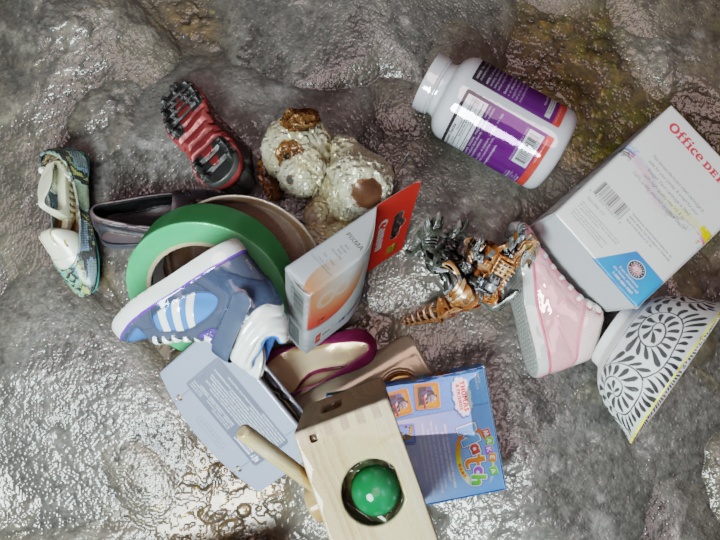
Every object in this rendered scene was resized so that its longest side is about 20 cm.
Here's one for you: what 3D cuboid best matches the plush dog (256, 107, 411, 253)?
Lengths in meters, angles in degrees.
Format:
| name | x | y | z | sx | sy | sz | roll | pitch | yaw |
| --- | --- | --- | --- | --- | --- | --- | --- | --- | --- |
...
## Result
| name | x | y | z | sx | sy | sz | roll | pitch | yaw |
| --- | --- | --- | --- | --- | --- | --- | --- | --- | --- |
| plush dog | -0.048 | -0.131 | 0.819 | 0.171 | 0.200 | 0.161 | 34 | 51 | -6 |

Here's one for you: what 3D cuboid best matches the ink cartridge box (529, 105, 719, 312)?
| name | x | y | z | sx | sy | sz | roll | pitch | yaw |
| --- | --- | --- | --- | --- | --- | --- | --- | --- | --- |
| ink cartridge box | 0.340 | -0.069 | 0.809 | 0.200 | 0.145 | 0.148 | -40 | 86 | -4 |

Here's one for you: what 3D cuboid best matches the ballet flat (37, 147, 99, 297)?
| name | x | y | z | sx | sy | sz | roll | pitch | yaw |
| --- | --- | --- | --- | --- | --- | --- | --- | --- | --- |
| ballet flat | -0.390 | -0.065 | 0.841 | 0.073 | 0.074 | 0.203 | -10 | 81 | -2 |

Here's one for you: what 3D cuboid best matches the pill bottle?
| name | x | y | z | sx | sy | sz | roll | pitch | yaw |
| --- | --- | --- | --- | --- | --- | --- | --- | --- | --- |
| pill bottle | 0.172 | -0.200 | 0.840 | 0.198 | 0.112 | 0.113 | 30 | 84 | 3 |

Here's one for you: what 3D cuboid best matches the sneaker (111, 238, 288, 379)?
| name | x | y | z | sx | sy | sz | roll | pitch | yaw |
| --- | --- | --- | --- | --- | --- | --- | --- | --- | --- |
| sneaker | -0.173 | 0.073 | 0.719 | 0.199 | 0.081 | 0.148 | -32 | 89 | 17 |

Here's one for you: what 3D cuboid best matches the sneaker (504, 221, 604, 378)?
| name | x | y | z | sx | sy | sz | roll | pitch | yaw |
| --- | --- | --- | --- | --- | --- | --- | --- | --- | --- |
| sneaker | 0.252 | 0.030 | 0.835 | 0.103 | 0.075 | 0.203 | -10 | 86 | -4 |

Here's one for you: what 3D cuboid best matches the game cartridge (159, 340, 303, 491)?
| name | x | y | z | sx | sy | sz | roll | pitch | yaw |
| --- | --- | --- | --- | --- | --- | --- | --- | --- | --- |
| game cartridge | -0.153 | 0.173 | 0.802 | 0.133 | 0.040 | 0.201 | -37 | 94 | 20 |

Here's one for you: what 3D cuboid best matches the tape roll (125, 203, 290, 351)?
| name | x | y | z | sx | sy | sz | roll | pitch | yaw |
| --- | --- | --- | --- | --- | --- | --- | --- | --- | --- |
| tape roll | -0.182 | 0.019 | 0.787 | 0.197 | 0.048 | 0.203 | 2 | 122 | 3 |

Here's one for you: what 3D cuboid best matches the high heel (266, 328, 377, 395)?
| name | x | y | z | sx | sy | sz | roll | pitch | yaw |
| --- | --- | --- | --- | --- | --- | --- | --- | --- | --- |
| high heel | -0.075 | 0.120 | 0.809 | 0.198 | 0.096 | 0.068 | -24 | 84 | -3 |

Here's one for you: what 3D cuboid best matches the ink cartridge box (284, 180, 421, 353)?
| name | x | y | z | sx | sy | sz | roll | pitch | yaw |
| --- | --- | --- | --- | --- | --- | --- | --- | --- | --- |
| ink cartridge box | 0.000 | 0.000 | 0.766 | 0.199 | 0.163 | 0.050 | -33 | 69 | -21 |

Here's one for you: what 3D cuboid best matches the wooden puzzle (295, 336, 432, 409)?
| name | x | y | z | sx | sy | sz | roll | pitch | yaw |
| --- | --- | --- | --- | --- | --- | --- | --- | --- | --- |
| wooden puzzle | 0.034 | 0.214 | 0.825 | 0.184 | 0.046 | 0.202 | -29 | 84 | -3 |

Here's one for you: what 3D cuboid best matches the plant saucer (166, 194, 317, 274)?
| name | x | y | z | sx | sy | sz | roll | pitch | yaw |
| --- | --- | --- | --- | --- | --- | --- | --- | --- | --- |
| plant saucer | -0.143 | -0.012 | 0.813 | 0.197 | 0.037 | 0.203 | 2 | 122 | 3 |

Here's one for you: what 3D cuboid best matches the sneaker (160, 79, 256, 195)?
| name | x | y | z | sx | sy | sz | roll | pitch | yaw |
| --- | --- | --- | --- | --- | --- | --- | --- | --- | --- |
| sneaker | -0.200 | -0.171 | 0.857 | 0.071 | 0.098 | 0.201 | -40 | 62 | 8 |

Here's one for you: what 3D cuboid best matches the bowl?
| name | x | y | z | sx | sy | sz | roll | pitch | yaw |
| --- | --- | --- | --- | --- | --- | --- | --- | --- | --- |
| bowl | 0.349 | 0.101 | 0.788 | 0.094 | 0.201 | 0.201 | 36 | 84 | 28 |

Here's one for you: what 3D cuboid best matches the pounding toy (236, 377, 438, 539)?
| name | x | y | z | sx | sy | sz | roll | pitch | yaw |
| --- | --- | --- | --- | --- | --- | --- | --- | --- | --- |
| pounding toy | -0.017 | 0.208 | 0.668 | 0.141 | 0.200 | 0.186 | -20 | 88 | -1 |

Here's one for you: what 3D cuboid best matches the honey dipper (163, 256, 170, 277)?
| name | x | y | z | sx | sy | sz | roll | pitch | yaw |
| --- | --- | --- | --- | --- | --- | --- | --- | --- | --- |
| honey dipper | -0.197 | -0.018 | 0.857 | 0.197 | 0.038 | 0.039 | -10 | 84 | -5 |

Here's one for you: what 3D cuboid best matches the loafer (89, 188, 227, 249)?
| name | x | y | z | sx | sy | sz | roll | pitch | yaw |
| --- | --- | --- | --- | --- | --- | --- | --- | --- | --- |
| loafer | -0.253 | -0.071 | 0.840 | 0.197 | 0.063 | 0.073 | -9 | 61 | 0 |

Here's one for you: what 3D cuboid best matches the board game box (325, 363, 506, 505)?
| name | x | y | z | sx | sy | sz | roll | pitch | yaw |
| --- | --- | --- | --- | --- | --- | --- | --- | --- | --- |
| board game box | 0.067 | 0.209 | 0.789 | 0.197 | 0.037 | 0.154 | -10 | 88 | -2 |

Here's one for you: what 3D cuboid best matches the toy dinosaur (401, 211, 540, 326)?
| name | x | y | z | sx | sy | sz | roll | pitch | yaw |
| --- | --- | --- | --- | --- | --- | --- | --- | --- | --- |
| toy dinosaur | 0.126 | 0.003 | 0.808 | 0.199 | 0.102 | 0.137 | -33 | 69 | 6 |
